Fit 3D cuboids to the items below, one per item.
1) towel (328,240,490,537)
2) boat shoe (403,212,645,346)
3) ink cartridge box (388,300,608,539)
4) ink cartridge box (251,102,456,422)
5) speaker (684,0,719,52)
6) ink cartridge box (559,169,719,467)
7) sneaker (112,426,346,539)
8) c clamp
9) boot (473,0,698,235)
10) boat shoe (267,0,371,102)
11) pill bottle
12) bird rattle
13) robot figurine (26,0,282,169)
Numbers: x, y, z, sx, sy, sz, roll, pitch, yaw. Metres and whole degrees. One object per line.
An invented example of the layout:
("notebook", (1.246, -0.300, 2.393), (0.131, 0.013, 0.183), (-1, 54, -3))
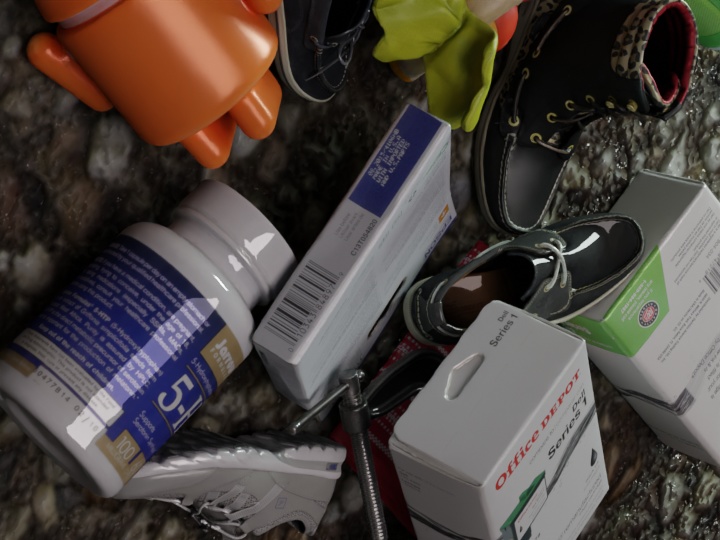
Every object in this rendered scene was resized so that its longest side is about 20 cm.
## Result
("towel", (0.072, 0.096, 1.479), (0.200, 0.022, 0.145), (-52, 124, -14))
("boat shoe", (0.132, 0.006, 1.432), (0.199, 0.068, 0.072), (-20, 84, -17))
("ink cartridge box", (0.106, 0.143, 1.401), (0.146, 0.084, 0.201), (-52, 149, -25))
("ink cartridge box", (0.000, 0.000, 1.351), (0.200, 0.040, 0.200), (-57, 168, -12))
("speaker", (0.240, -0.247, 1.478), (0.199, 0.088, 0.089), (31, 83, -35))
("ink cartridge box", (0.264, 0.040, 1.559), (0.146, 0.084, 0.200), (-51, 123, -14))
("sneaker", (-0.095, 0.158, 1.346), (0.199, 0.075, 0.083), (5, 96, -36))
("c clamp", (0.020, 0.147, 1.410), (0.171, 0.027, 0.201), (-40, 127, -37))
("boot", (0.164, -0.116, 1.413), (0.073, 0.153, 0.205), (11, 95, -35))
("boat shoe", (-0.023, -0.174, 1.277), (0.200, 0.062, 0.075), (82, 23, -61))
("pill bottle", (-0.139, 0.039, 1.262), (0.200, 0.119, 0.120), (-47, 122, -16))
("bird rattle", (0.088, -0.195, 1.346), (0.113, 0.163, 0.200), (46, 73, -8))
("robot figurine", (-0.132, -0.161, 1.221), (0.200, 0.143, 0.117), (52, 59, -22))
